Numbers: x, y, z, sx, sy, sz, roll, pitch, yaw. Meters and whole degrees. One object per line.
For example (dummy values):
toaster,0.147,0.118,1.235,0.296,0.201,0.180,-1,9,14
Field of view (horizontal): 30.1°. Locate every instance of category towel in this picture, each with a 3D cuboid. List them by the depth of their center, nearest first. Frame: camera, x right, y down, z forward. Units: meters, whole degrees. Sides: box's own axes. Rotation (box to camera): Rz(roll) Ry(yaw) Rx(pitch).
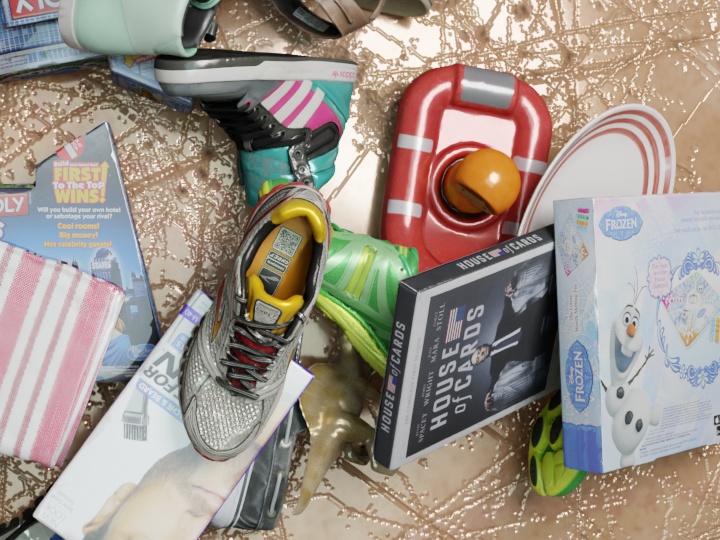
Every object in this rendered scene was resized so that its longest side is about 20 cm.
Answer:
towel,-0.290,0.047,0.992,0.198,0.030,0.148,21,88,-6

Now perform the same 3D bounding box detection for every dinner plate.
dinner plate,0.183,-0.041,1.074,0.199,0.024,0.202,-25,129,-34

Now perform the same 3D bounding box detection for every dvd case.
dvd case,0.094,0.051,0.999,0.199,0.025,0.152,-20,128,-41

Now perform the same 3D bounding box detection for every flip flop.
flip flop,-0.035,-0.210,1.041,0.198,0.081,0.058,-1,88,-34

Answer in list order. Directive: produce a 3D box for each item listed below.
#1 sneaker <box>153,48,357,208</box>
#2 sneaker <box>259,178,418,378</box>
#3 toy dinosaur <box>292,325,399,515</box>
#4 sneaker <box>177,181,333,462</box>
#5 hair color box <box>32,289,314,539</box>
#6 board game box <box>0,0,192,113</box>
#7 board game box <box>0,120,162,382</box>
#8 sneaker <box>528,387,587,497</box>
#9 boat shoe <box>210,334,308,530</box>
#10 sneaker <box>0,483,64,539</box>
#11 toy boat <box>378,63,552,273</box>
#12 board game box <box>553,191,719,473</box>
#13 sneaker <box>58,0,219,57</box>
sneaker,-0.081,-0.106,1.026,0.199,0.083,0.122,-6,105,-49
sneaker,0.000,0.000,1.013,0.083,0.074,0.200,-42,104,6
toy dinosaur,-0.015,0.123,1.060,0.101,0.058,0.201,38,52,-30
sneaker,-0.075,0.035,0.920,0.077,0.082,0.202,18,93,-7
hair color box,-0.135,0.126,0.983,0.109,0.065,0.201,36,85,-4
board game box,-0.201,-0.215,1.038,0.198,0.062,0.202,-12,92,-9
board game box,-0.246,-0.014,1.040,0.198,0.062,0.202,0,90,-9
sneaker,0.211,0.107,1.096,0.084,0.074,0.201,43,73,-23
boat shoe,-0.072,0.110,1.072,0.070,0.072,0.202,15,94,-23
sneaker,-0.223,0.217,1.048,0.199,0.079,0.090,-33,110,-4
toy boat,0.089,-0.065,1.057,0.129,0.131,0.202,9,89,-8
board game box,0.230,0.041,1.041,0.199,0.043,0.201,-5,94,-43
sneaker,-0.135,-0.247,0.952,0.117,0.074,0.203,12,90,17
